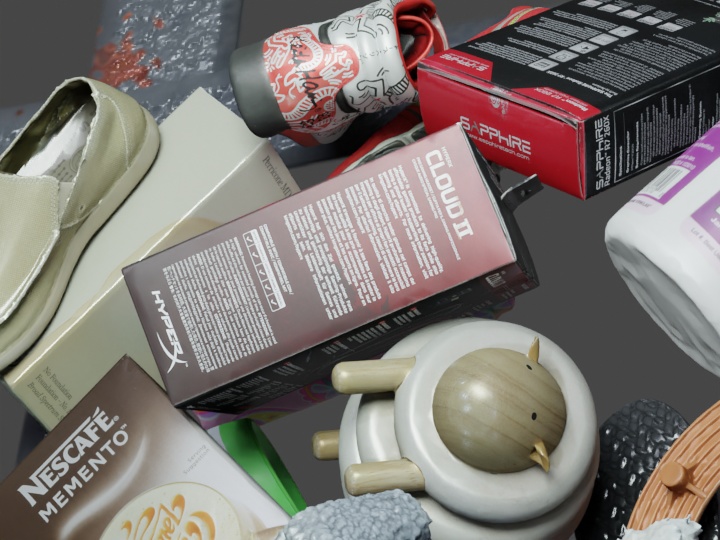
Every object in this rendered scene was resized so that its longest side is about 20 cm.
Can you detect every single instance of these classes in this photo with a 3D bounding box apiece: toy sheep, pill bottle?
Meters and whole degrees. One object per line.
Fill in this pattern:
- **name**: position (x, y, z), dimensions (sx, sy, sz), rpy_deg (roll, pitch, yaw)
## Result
- **toy sheep**: position (0.048, 0.090, 1.039), dimensions (0.137, 0.200, 0.139), rpy_deg (3, 70, -7)
- **pill bottle**: position (0.231, -0.045, 1.109), dimensions (0.200, 0.112, 0.112), rpy_deg (-41, 50, -7)

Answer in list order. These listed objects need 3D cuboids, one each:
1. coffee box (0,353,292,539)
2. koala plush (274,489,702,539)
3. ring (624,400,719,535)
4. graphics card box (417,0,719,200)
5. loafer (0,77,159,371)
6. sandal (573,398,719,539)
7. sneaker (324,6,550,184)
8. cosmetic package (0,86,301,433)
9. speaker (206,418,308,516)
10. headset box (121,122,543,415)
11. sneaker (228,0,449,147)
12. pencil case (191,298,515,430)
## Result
- **coffee box**: position (-0.078, 0.152, 1.034), dimensions (0.114, 0.080, 0.200), rpy_deg (-46, 59, -6)
- **koala plush**: position (0.081, 0.182, 0.903), dimensions (0.199, 0.184, 0.178), rpy_deg (-18, 50, -16)
- **ring**: position (0.199, 0.127, 0.958), dimensions (0.199, 0.019, 0.202), rpy_deg (-19, 53, 27)
- **graphics card box**: position (0.145, -0.107, 1.169), dimensions (0.199, 0.051, 0.125), rpy_deg (-26, 34, -33)
- **loafer**: position (-0.189, -0.027, 1.186), dimensions (0.075, 0.068, 0.201), rpy_deg (17, 65, 35)
- **sandal**: position (0.156, 0.160, 1.047), dimensions (0.075, 0.045, 0.201), rpy_deg (-24, 64, 16)
- **sneaker**: position (0.050, -0.080, 1.260), dimensions (0.200, 0.077, 0.085), rpy_deg (-38, 29, -8)
- **cosmetic package**: position (-0.124, 0.005, 1.244), dimensions (0.200, 0.104, 0.073), rpy_deg (-44, 51, -8)
- **speaker**: position (-0.125, 0.160, 1.144), dimensions (0.199, 0.089, 0.089), rpy_deg (-31, 49, 1)
- **headset box**: position (0.000, 0.000, 1.076), dimensions (0.199, 0.149, 0.075), rpy_deg (-23, 82, 7)
- **sneaker**: position (0.004, -0.115, 1.235), dimensions (0.107, 0.201, 0.068), rpy_deg (-14, 92, 14)
- **pencil case**: position (-0.011, 0.020, 1.195), dimensions (0.199, 0.088, 0.088), rpy_deg (-26, 49, 5)
